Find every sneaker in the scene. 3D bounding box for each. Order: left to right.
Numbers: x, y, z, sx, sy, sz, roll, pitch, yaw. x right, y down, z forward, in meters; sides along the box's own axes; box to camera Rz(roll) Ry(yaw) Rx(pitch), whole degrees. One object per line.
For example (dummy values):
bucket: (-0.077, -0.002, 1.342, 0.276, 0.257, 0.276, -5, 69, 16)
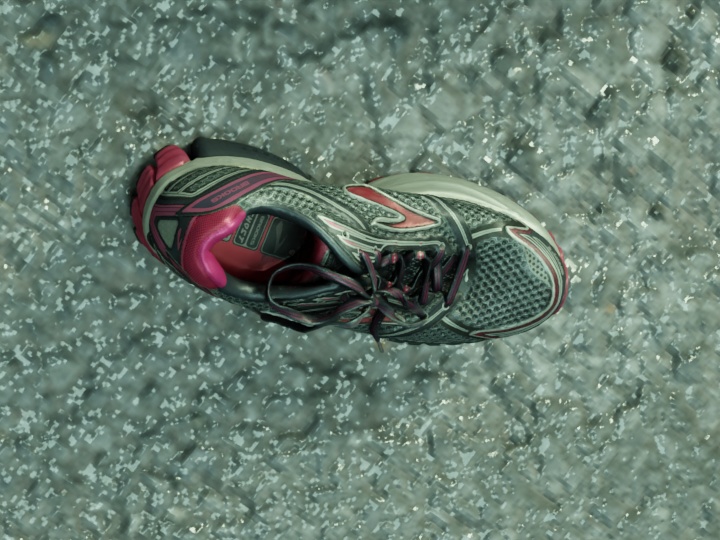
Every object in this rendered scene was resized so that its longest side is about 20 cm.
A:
sneaker: (0.000, 0.000, 1.177, 0.199, 0.075, 0.081, 8, 107, -23)
